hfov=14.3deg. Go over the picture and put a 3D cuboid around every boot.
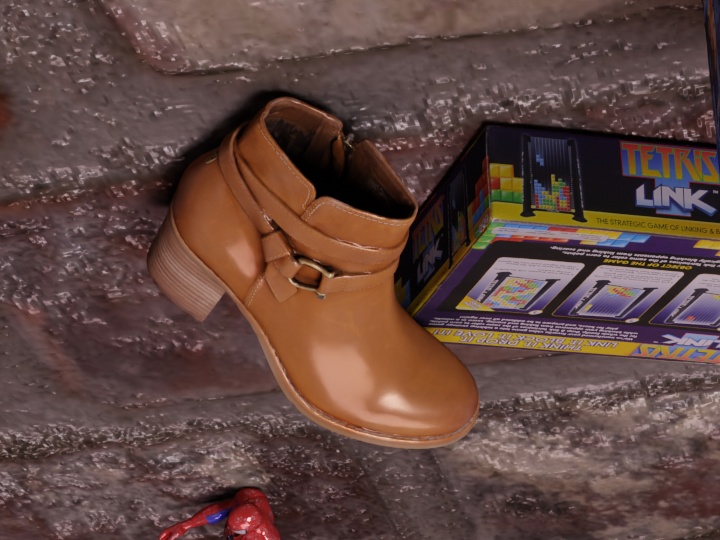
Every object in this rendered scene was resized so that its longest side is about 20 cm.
[{"bbox_3d":[0.000,0.000,1.429,0.200,0.077,0.155,37,142,-5],"label":"boot"}]

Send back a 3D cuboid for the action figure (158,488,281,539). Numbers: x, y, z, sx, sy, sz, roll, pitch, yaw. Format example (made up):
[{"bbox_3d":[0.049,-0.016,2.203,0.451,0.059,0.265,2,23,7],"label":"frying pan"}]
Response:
[{"bbox_3d":[-0.099,0.202,1.932,0.098,0.066,0.200,-17,158,-11],"label":"action figure"}]

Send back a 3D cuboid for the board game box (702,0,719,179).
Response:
[{"bbox_3d":[0.176,-0.079,1.157,0.061,0.201,0.200,-3,157,3],"label":"board game box"}]

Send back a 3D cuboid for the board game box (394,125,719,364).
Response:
[{"bbox_3d":[0.132,-0.010,1.495,0.199,0.057,0.165,5,157,-17],"label":"board game box"}]
